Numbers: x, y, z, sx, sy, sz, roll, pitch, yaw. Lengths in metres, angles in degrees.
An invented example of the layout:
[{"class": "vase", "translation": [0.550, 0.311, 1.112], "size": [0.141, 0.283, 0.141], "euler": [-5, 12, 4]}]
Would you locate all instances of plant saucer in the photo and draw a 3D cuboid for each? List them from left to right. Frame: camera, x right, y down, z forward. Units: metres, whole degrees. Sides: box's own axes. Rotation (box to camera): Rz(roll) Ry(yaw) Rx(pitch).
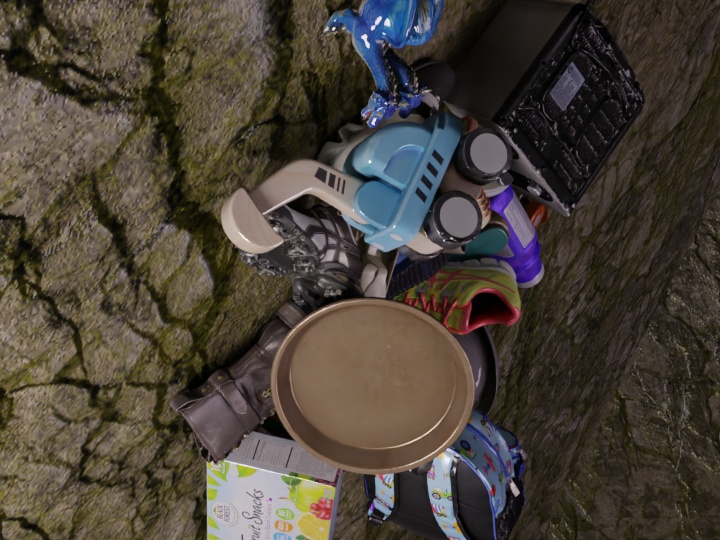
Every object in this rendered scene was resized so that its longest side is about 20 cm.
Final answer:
[{"class": "plant saucer", "translation": [0.012, 0.111, 1.181], "size": [0.029, 0.200, 0.200], "euler": [-78, -171, -64]}]

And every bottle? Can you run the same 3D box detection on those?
[{"class": "bottle", "translation": [0.181, -0.050, 1.527], "size": [0.065, 0.083, 0.200], "euler": [-51, 137, -12]}]

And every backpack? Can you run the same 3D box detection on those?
[{"class": "backpack", "translation": [0.088, 0.207, 1.316], "size": [0.135, 0.182, 0.200], "euler": [-54, 148, -32]}]

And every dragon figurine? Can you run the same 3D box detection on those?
[{"class": "dragon figurine", "translation": [0.033, -0.221, 1.009], "size": [0.059, 0.099, 0.200], "euler": [-23, 141, -56]}]

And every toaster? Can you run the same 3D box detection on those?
[{"class": "toaster", "translation": [0.208, -0.192, 1.325], "size": [0.200, 0.119, 0.181], "euler": [-55, 132, -8]}]

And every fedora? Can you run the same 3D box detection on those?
[{"class": "fedora", "translation": [0.079, 0.132, 1.514], "size": [0.090, 0.177, 0.200], "euler": [-8, 148, -51]}]

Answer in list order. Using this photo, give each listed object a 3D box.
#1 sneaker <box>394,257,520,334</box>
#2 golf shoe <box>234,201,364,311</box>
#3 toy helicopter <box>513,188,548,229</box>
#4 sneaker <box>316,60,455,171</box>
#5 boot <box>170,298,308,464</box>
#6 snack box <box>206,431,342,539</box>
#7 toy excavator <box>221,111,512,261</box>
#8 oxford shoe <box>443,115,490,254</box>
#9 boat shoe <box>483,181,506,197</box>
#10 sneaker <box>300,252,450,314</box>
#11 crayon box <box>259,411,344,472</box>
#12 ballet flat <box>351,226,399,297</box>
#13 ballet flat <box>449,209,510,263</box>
[{"class": "sneaker", "translation": [0.091, 0.034, 1.363], "size": [0.200, 0.090, 0.078], "euler": [-6, 127, -10]}, {"class": "golf shoe", "translation": [-0.057, -0.034, 1.138], "size": [0.200, 0.078, 0.095], "euler": [50, 42, -56]}, {"class": "toy helicopter", "translation": [0.245, -0.137, 1.633], "size": [0.200, 0.079, 0.132], "euler": [-63, 159, 3]}, {"class": "sneaker", "translation": [0.050, -0.132, 1.193], "size": [0.200, 0.088, 0.074], "euler": [-46, 155, -31]}, {"class": "boot", "translation": [-0.098, 0.134, 1.246], "size": [0.174, 0.069, 0.200], "euler": [-44, 138, -10]}, {"class": "snack box", "translation": [-0.097, 0.259, 1.337], "size": [0.200, 0.142, 0.053], "euler": [97, 8, -47]}, {"class": "toy excavator", "translation": [0.002, -0.072, 1.045], "size": [0.195, 0.200, 0.100], "euler": [-65, -167, -15]}, {"class": "oxford shoe", "translation": [0.103, -0.083, 1.211], "size": [0.200, 0.074, 0.071], "euler": [112, -4, -61]}, {"class": "boat shoe", "translation": [0.128, -0.126, 1.396], "size": [0.202, 0.074, 0.065], "euler": [-25, 147, -43]}, {"class": "sneaker", "translation": [0.000, 0.000, 1.316], "size": [0.200, 0.078, 0.066], "euler": [-30, 153, -14]}, {"class": "crayon box", "translation": [-0.011, 0.137, 1.391], "size": [0.200, 0.119, 0.058], "euler": [-38, 151, -41]}, {"class": "ballet flat", "translation": [0.016, -0.018, 1.237], "size": [0.069, 0.069, 0.200], "euler": [20, 85, -69]}, {"class": "ballet flat", "translation": [0.080, -0.017, 1.422], "size": [0.200, 0.071, 0.071], "euler": [-27, 158, 3]}]
